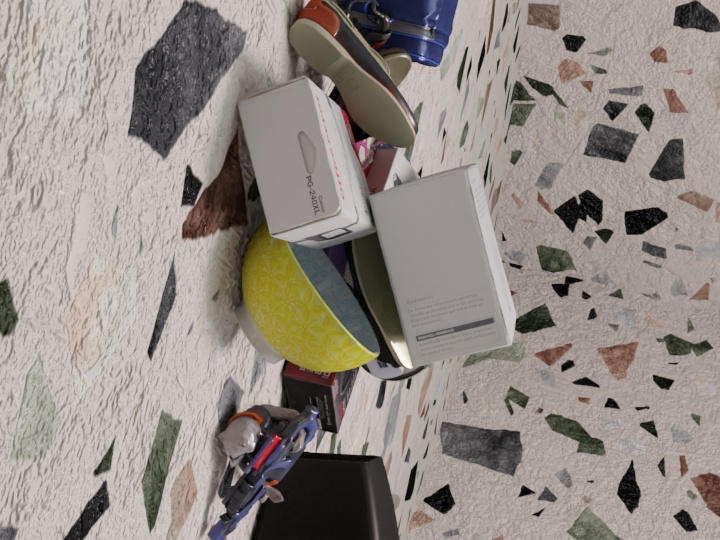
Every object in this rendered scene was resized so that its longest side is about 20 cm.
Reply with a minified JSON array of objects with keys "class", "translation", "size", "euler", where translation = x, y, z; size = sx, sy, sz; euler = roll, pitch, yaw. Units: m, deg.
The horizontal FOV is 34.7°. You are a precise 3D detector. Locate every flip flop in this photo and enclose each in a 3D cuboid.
[{"class":"flip flop","translation":[-0.006,-0.181,1.383],"size":[0.200,0.058,0.081],"euler":[-46,154,-3]}]

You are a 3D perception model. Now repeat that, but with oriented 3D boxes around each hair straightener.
[{"class":"hair straightener","translation":[-0.018,-0.255,1.408],"size":[0.041,0.077,0.201],"euler":[-43,165,-40]}]

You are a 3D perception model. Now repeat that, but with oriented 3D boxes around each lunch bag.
[{"class":"lunch bag","translation":[0.047,-0.324,1.482],"size":[0.200,0.134,0.134],"euler":[-31,133,-75]}]

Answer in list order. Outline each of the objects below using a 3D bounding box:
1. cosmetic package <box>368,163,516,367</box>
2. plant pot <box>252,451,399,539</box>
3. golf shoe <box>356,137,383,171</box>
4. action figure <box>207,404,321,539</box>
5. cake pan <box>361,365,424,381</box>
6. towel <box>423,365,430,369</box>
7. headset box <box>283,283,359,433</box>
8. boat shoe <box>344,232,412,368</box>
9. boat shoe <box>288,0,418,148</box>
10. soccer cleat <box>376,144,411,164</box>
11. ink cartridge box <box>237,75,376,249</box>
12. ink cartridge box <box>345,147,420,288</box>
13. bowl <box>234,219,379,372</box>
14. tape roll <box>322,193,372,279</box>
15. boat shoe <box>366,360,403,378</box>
[{"class":"cosmetic package","translation":[0.101,-0.013,1.362],"size":[0.199,0.121,0.203],"euler":[-35,112,-79]},{"class":"plant pot","translation":[-0.044,0.359,1.678],"size":[0.199,0.197,0.180],"euler":[24,68,-78]},{"class":"golf shoe","translation":[-0.017,-0.180,1.540],"size":[0.093,0.072,0.201],"euler":[53,47,-18]},{"class":"action figure","translation":[-0.132,0.231,1.415],"size":[0.200,0.104,0.194],"euler":[-49,157,-5]},{"class":"cake pan","translation":[0.047,0.072,1.817],"size":[0.037,0.198,0.203],"euler":[14,89,-55]},{"class":"towel","translation":[0.102,0.043,1.673],"size":[0.148,0.021,0.200],"euler":[-60,154,-16]},{"class":"headset box","translation":[-0.047,0.126,1.663],"size":[0.150,0.076,0.202],"euler":[85,19,-56]},{"class":"boat shoe","translation":[0.017,0.030,1.414],"size":[0.074,0.063,0.203],"euler":[-42,122,-38]},{"class":"boat shoe","translation":[0.001,-0.225,1.316],"size":[0.071,0.200,0.063],"euler":[-24,-151,44]},{"class":"soccer cleat","translation":[0.024,-0.121,1.705],"size":[0.201,0.083,0.065],"euler":[-64,178,-48]},{"class":"ink cartridge box","translation":[-0.053,-0.109,1.239],"size":[0.200,0.082,0.147],"euler":[15,59,-78]},{"class":"ink cartridge box","translation":[0.010,-0.086,1.607],"size":[0.176,0.044,0.202],"euler":[46,54,-45]},{"class":"bowl","translation":[-0.077,0.042,1.297],"size":[0.107,0.201,0.200],"euler":[-34,172,8]},{"class":"tape roll","translation":[0.000,0.000,1.497],"size":[0.198,0.084,0.203],"euler":[-11,106,-43]},{"class":"boat shoe","translation":[0.033,0.100,1.689],"size":[0.200,0.069,0.067],"euler":[65,20,-66]}]
